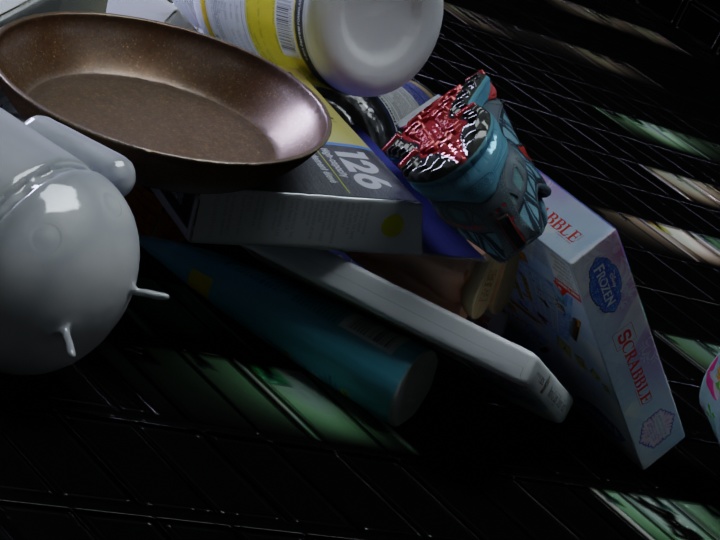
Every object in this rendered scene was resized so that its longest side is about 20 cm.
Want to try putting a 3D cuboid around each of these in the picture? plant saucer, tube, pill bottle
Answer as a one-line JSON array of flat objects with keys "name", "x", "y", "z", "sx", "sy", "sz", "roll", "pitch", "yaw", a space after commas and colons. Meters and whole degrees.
[{"name": "plant saucer", "x": -0.116, "y": -0.091, "z": 1.410, "sx": 0.199, "sy": 0.037, "sz": 0.201, "roll": 14, "pitch": 25, "yaw": -7}, {"name": "tube", "x": -0.047, "y": 0.025, "z": 1.501, "sx": 0.199, "sy": 0.051, "sz": 0.077, "roll": 29, "pitch": 0, "yaw": 23}, {"name": "pill bottle", "x": -0.043, "y": -0.187, "z": 1.669, "sx": 0.112, "sy": 0.113, "sz": 0.200, "roll": 14, "pitch": 5, "yaw": -39}, {"name": "pill bottle", "x": -0.013, "y": -0.087, "z": 1.813, "sx": 0.111, "sy": 0.112, "sz": 0.200, "roll": 31, "pitch": 16, "yaw": 18}]

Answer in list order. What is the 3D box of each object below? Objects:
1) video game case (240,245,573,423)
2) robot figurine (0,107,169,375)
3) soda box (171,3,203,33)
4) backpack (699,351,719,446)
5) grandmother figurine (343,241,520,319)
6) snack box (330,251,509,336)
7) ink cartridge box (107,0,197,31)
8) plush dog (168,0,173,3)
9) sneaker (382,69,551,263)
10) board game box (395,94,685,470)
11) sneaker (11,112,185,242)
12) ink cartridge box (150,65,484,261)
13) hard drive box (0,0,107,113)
[{"name": "video game case", "x": 0.030, "y": 0.031, "z": 1.526, "sx": 0.199, "sy": 0.024, "sz": 0.182, "roll": 27, "pitch": -5, "yaw": 15}, {"name": "robot figurine", "x": -0.193, "y": -0.022, "z": 1.268, "sx": 0.199, "sy": 0.113, "sz": 0.169, "roll": 33, "pitch": 56, "yaw": 25}, {"name": "soda box", "x": -0.098, "y": -0.167, "z": 1.830, "sx": 0.199, "sy": 0.064, "sz": 0.068, "roll": -9, "pitch": -7, "yaw": 35}, {"name": "backpack", "x": 0.329, "y": 0.098, "z": 1.635, "sx": 0.199, "sy": 0.178, "sz": 0.151, "roll": 14, "pitch": 47, "yaw": -20}, {"name": "grandmother figurine", "x": -0.004, "y": -0.026, "z": 1.564, "sx": 0.199, "sy": 0.061, "sz": 0.121, "roll": 23, "pitch": 3, "yaw": 20}, {"name": "snack box", "x": 0.000, "y": 0.000, "z": 1.665, "sx": 0.199, "sy": 0.024, "sz": 0.072, "roll": 24, "pitch": -5, "yaw": -9}, {"name": "ink cartridge box", "x": -0.192, "y": -0.168, "z": 1.748, "sx": 0.200, "sy": 0.086, "sz": 0.146, "roll": 34, "pitch": -7, "yaw": 28}, {"name": "plush dog", "x": -0.071, "y": -0.224, "z": 2.062, "sx": 0.160, "sy": 0.173, "sz": 0.200, "roll": 34, "pitch": 15, "yaw": 25}, {"name": "sneaker", "x": 0.069, "y": -0.054, "z": 1.507, "sx": 0.096, "sy": 0.079, "sz": 0.200, "roll": 53, "pitch": 11, "yaw": -13}, {"name": "board game box", "x": 0.118, "y": 0.007, "z": 1.631, "sx": 0.200, "sy": 0.041, "sz": 0.200, "roll": 42, "pitch": -18, "yaw": 45}, {"name": "sneaker", "x": -0.171, "y": -0.071, "z": 1.568, "sx": 0.092, "sy": 0.076, "sz": 0.199, "roll": 32, "pitch": 14, "yaw": 37}, {"name": "ink cartridge box", "x": -0.045, "y": -0.072, "z": 1.511, "sx": 0.199, "sy": 0.047, "sz": 0.198, "roll": 2, "pitch": 27, "yaw": -28}, {"name": "hard drive box", "x": -0.276, "y": -0.173, "z": 1.504, "sx": 0.199, "sy": 0.077, "sz": 0.156, "roll": 26, "pitch": 33, "yaw": 18}]
